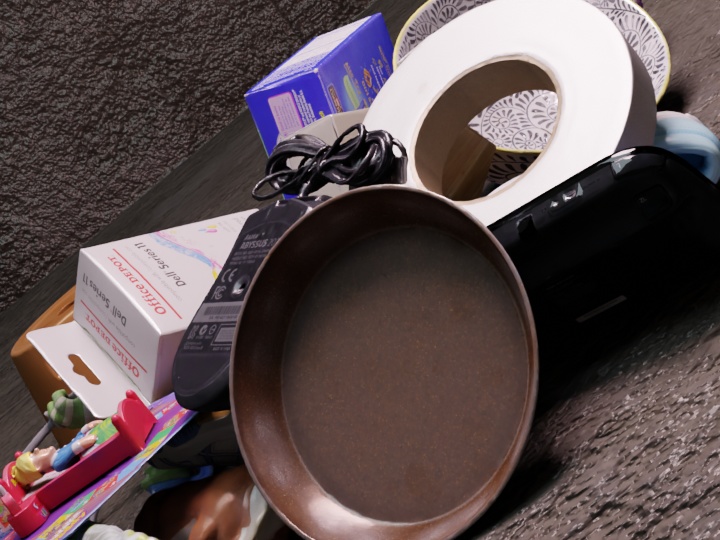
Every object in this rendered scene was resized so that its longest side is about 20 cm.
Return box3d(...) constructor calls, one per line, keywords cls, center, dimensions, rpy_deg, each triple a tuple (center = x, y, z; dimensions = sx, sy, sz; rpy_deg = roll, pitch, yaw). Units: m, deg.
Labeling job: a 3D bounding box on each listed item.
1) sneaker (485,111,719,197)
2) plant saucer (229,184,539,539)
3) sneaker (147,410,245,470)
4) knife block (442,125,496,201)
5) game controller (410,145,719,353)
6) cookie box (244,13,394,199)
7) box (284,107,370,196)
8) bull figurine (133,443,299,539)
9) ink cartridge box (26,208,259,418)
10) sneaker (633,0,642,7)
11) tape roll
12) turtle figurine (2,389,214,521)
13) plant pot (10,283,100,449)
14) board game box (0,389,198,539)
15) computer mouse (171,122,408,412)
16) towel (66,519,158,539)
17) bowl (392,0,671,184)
box3d(cls="sneaker", center=(0.130, -0.031, 0.938), dimensions=(0.200, 0.074, 0.082), rpy_deg=(-36, 10, 4))
box3d(cls="plant saucer", center=(0.015, 0.055, 0.837), dimensions=(0.200, 0.201, 0.034), rpy_deg=(-33, -24, 29))
box3d(cls="sneaker", center=(-0.070, 0.111, 1.013), dimensions=(0.200, 0.088, 0.075), rpy_deg=(-19, 29, 43))
box3d(cls="knife block", center=(0.000, 0.000, 1.054), dimensions=(0.175, 0.064, 0.200), rpy_deg=(-39, -24, -37))
box3d(cls="game controller", center=(0.111, -0.001, 0.856), dimensions=(0.200, 0.104, 0.042), rpy_deg=(-30, 52, 35))
box3d(cls="cookie box", center=(-0.009, -0.112, 1.343), dimensions=(0.075, 0.172, 0.200), rpy_deg=(-14, 17, 22))
box3d(cls="box", center=(0.047, -0.097, 1.222), dimensions=(0.199, 0.069, 0.082), rpy_deg=(-14, -4, -34))
box3d(cls="bull figurine", center=(-0.090, 0.163, 0.951), dimensions=(0.200, 0.065, 0.122), rpy_deg=(-30, 22, 54))
box3d(cls="ink cartridge box", center=(-0.129, 0.028, 1.125), dimensions=(0.199, 0.117, 0.068), rpy_deg=(-16, -48, -37))
box3d(cls="sneaker", center=(0.166, -0.179, 1.314), dimensions=(0.200, 0.081, 0.088), rpy_deg=(-43, -9, 30))
box3d(cls="tape roll", center=(0.083, -0.078, 0.947), dimensions=(0.202, 0.037, 0.204), rpy_deg=(-21, 50, 27))
box3d(cls="turtle figurine", center=(-0.203, 0.091, 1.218), dimensions=(0.199, 0.144, 0.195), rpy_deg=(-19, 68, 39))
box3d(cls="plant pot", center=(-0.226, 0.082, 1.434), dimensions=(0.200, 0.140, 0.200), rpy_deg=(-37, 14, 11))
box3d(cls="board game box", center=(-0.183, 0.119, 0.969), dimensions=(0.200, 0.039, 0.158), rpy_deg=(-44, 13, -34))
box3d(cls="computer mouse", center=(-0.044, 0.007, 0.951), dimensions=(0.138, 0.053, 0.201), rpy_deg=(3, 61, 55))
box3d(cls="towel", center=(-0.182, 0.228, 0.903), dimensions=(0.200, 0.048, 0.172), rpy_deg=(-9, 60, 65))
box3d(cls="bowl", center=(0.126, -0.125, 1.153), dimensions=(0.201, 0.200, 0.094), rpy_deg=(-49, -28, -31))
